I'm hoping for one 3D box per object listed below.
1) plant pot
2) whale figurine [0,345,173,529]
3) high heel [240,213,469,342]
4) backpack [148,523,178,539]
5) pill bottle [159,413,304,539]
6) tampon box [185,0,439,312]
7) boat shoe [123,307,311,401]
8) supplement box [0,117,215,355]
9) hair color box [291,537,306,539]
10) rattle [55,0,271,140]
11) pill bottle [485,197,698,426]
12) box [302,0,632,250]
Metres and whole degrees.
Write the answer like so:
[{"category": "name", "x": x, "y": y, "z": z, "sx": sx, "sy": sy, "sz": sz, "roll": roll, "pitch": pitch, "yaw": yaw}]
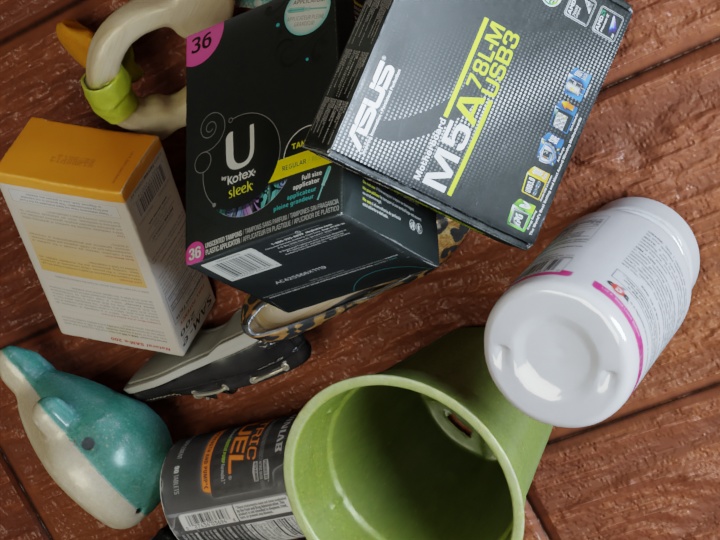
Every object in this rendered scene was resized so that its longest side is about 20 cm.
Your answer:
[{"category": "plant pot", "x": 0.070, "y": 0.137, "z": 1.638, "sx": 0.199, "sy": 0.190, "sz": 0.201, "roll": 11, "pitch": 116, "yaw": 23}, {"category": "whale figurine", "x": -0.243, "y": 0.135, "z": 1.848, "sx": 0.104, "sy": 0.159, "sz": 0.200, "roll": -40, "pitch": 63, "yaw": -2}, {"category": "high heel", "x": 0.000, "y": 0.000, "z": 1.640, "sx": 0.200, "sy": 0.143, "sz": 0.072, "roll": -24, "pitch": 100, "yaw": 33}, {"category": "backpack", "x": -0.189, "y": 0.336, "z": 1.900, "sx": 0.200, "sy": 0.154, "sz": 0.163, "roll": -40, "pitch": 93, "yaw": 12}, {"category": "pill bottle", "x": -0.066, "y": 0.179, "z": 1.776, "sx": 0.199, "sy": 0.106, "sz": 0.107, "roll": -14, "pitch": 105, "yaw": 30}, {"category": "tampon box", "x": -0.039, "y": -0.094, "z": 1.571, "sx": 0.150, "sy": 0.126, "sz": 0.201, "roll": -18, "pitch": 62, "yaw": 31}, {"category": "boat shoe", "x": -0.124, "y": 0.081, "z": 1.785, "sx": 0.200, "sy": 0.074, "sz": 0.060, "roll": -26, "pitch": 113, "yaw": 36}, {"category": "supplement box", "x": -0.212, "y": -0.027, "z": 1.735, "sx": 0.126, "sy": 0.074, "sz": 0.200, "roll": 10, "pitch": 140, "yaw": 23}, {"category": "hair color box", "x": -0.046, "y": 0.286, "z": 1.756, "sx": 0.111, "sy": 0.200, "sz": 0.064, "roll": -21, "pitch": 102, "yaw": 32}, {"category": "rattle", "x": -0.148, "y": -0.215, "z": 1.688, "sx": 0.130, "sy": 0.143, "sz": 0.200, "roll": 31, "pitch": 108, "yaw": -23}, {"category": "pill bottle", "x": 0.177, "y": 0.024, "z": 1.518, "sx": 0.113, "sy": 0.200, "sz": 0.114, "roll": 11, "pitch": 116, "yaw": 22}, {"category": "box", "x": 0.080, "y": -0.140, "z": 1.479, "sx": 0.047, "sy": 0.193, "sz": 0.201, "roll": 22, "pitch": 88, "yaw": 56}]
